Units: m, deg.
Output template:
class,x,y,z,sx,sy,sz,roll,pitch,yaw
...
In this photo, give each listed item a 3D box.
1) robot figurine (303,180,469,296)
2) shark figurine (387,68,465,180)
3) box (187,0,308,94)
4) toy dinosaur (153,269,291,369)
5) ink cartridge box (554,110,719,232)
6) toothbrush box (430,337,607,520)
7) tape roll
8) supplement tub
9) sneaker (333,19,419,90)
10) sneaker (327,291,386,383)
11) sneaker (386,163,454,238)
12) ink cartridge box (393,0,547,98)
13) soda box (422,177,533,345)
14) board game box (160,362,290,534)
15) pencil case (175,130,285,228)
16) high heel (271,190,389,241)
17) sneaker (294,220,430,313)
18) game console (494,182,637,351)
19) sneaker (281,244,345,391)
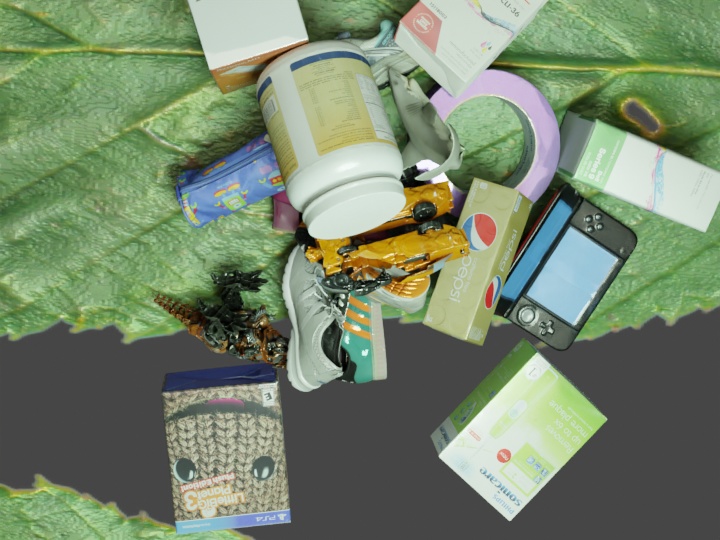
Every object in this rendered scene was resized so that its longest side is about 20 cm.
class,x,y,z,sx,sy,sz,roll,pitch,yaw
robot figurine,0.028,-0.037,1.395,0.198,0.058,0.146,-15,61,-2
shark figurine,0.081,-0.149,1.397,0.089,0.215,0.128,-36,127,9
box,-0.134,-0.293,1.386,0.123,0.200,0.098,-18,91,-2
toy dinosaur,-0.178,0.077,1.512,0.198,0.103,0.136,2,144,-11
ink cartridge box,0.365,-0.133,1.500,0.198,0.145,0.088,19,99,-9
toothbrush box,0.220,0.222,1.587,0.146,0.086,0.200,43,96,-11
tape roll,0.164,-0.168,1.515,0.198,0.066,0.202,-1,101,-6
supplement tub,-0.033,-0.153,1.338,0.143,0.145,0.202,-17,73,-2
sneaker,-0.025,-0.262,1.484,0.199,0.078,0.087,-26,90,-7
sneaker,-0.014,0.060,1.539,0.079,0.071,0.202,-9,103,-7
sneaker,0.057,-0.094,1.470,0.199,0.076,0.091,37,136,-3
ink cartridge box,0.152,-0.336,1.445,0.116,0.068,0.200,42,78,3
soda box,0.151,-0.011,1.451,0.067,0.064,0.202,20,88,28
board game box,-0.182,0.241,1.544,0.158,0.097,0.202,-6,101,-4
pencil case,-0.147,-0.126,1.459,0.198,0.087,0.079,-24,66,15
high heel,-0.022,-0.093,1.509,0.198,0.067,0.097,4,105,-6
sneaker,0.000,0.000,1.464,0.199,0.092,0.076,31,68,20
game console,0.276,0.002,1.532,0.171,0.119,0.201,32,97,-10
sneaker,-0.051,0.057,1.501,0.081,0.074,0.202,-14,73,33
